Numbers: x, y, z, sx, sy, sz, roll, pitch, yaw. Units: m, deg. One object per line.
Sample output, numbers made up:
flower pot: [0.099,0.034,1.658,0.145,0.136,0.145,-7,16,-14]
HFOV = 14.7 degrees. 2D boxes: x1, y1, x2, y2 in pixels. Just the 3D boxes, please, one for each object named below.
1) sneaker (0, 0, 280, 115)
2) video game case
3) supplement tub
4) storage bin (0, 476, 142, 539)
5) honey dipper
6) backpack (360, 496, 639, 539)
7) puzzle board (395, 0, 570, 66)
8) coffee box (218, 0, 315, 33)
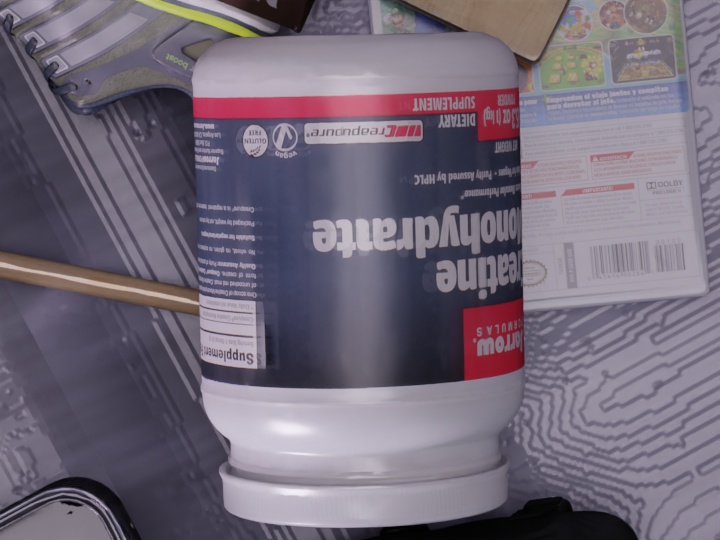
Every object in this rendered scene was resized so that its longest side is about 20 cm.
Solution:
sneaker: [-0.134,-0.113,1.240,0.199,0.074,0.081,14,95,3]
video game case: [0.078,-0.082,1.265,0.143,0.018,0.201,-5,90,1]
supplement tub: [0.000,0.000,1.186,0.140,0.140,0.201,-2,95,0]
storage bin: [-0.173,0.191,1.222,0.200,0.094,0.136,-28,90,-2]
honey dipper: [-0.122,0.004,1.256,0.199,0.038,0.038,11,90,-1]
backpack: [0.052,0.216,1.198,0.177,0.151,0.201,-11,98,24]
puzzle board: [0.055,-0.211,1.253,0.150,0.017,0.201,26,82,5]
coffee box: [-0.094,-0.198,1.179,0.199,0.115,0.080,22,50,3]
